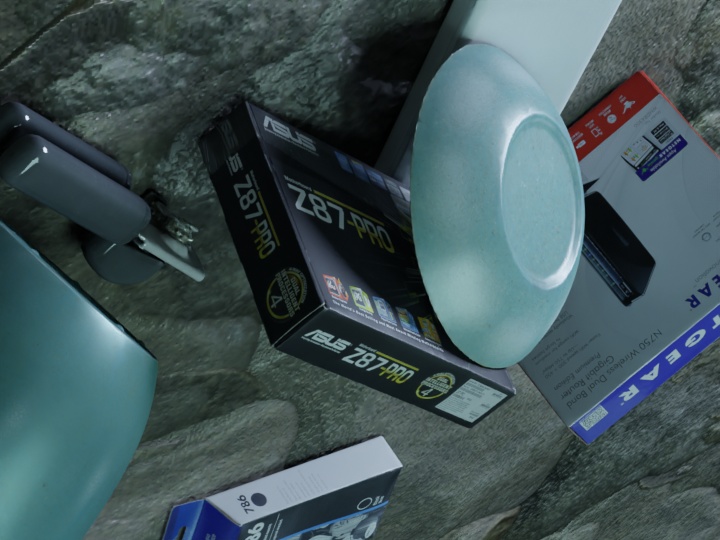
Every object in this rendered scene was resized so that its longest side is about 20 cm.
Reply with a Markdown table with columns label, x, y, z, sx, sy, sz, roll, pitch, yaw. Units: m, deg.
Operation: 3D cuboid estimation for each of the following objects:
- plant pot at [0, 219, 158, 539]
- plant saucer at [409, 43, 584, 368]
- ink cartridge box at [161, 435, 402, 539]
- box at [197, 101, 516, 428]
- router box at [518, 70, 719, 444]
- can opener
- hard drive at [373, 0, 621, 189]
| label | x | y | z | sx | sy | sz | roll | pitch | yaw |
| --- | --- | --- | --- | --- | --- | --- | --- | --- | --- |
| plant pot | -0.210 | 0.068 | 1.083 | 0.161 | 0.200 | 0.201 | -49 | 150 | -5 |
| plant saucer | 0.097 | -0.041 | 1.206 | 0.038 | 0.203 | 0.201 | -3 | 168 | 34 |
| ink cartridge box | -0.065 | 0.200 | 1.548 | 0.199 | 0.039 | 0.100 | -16 | 144 | -31 |
| box | 0.000 | 0.000 | 1.197 | 0.049 | 0.162 | 0.200 | -39 | 142 | 22 |
| router box | 0.178 | -0.011 | 1.374 | 0.200 | 0.180 | 0.049 | -40 | 150 | 5 |
| can opener | -0.153 | -0.033 | 1.129 | 0.066 | 0.053 | 0.200 | -39 | 149 | 6 |
| hard drive | 0.092 | -0.126 | 1.279 | 0.131 | 0.027 | 0.201 | -10 | 140 | -38 |
